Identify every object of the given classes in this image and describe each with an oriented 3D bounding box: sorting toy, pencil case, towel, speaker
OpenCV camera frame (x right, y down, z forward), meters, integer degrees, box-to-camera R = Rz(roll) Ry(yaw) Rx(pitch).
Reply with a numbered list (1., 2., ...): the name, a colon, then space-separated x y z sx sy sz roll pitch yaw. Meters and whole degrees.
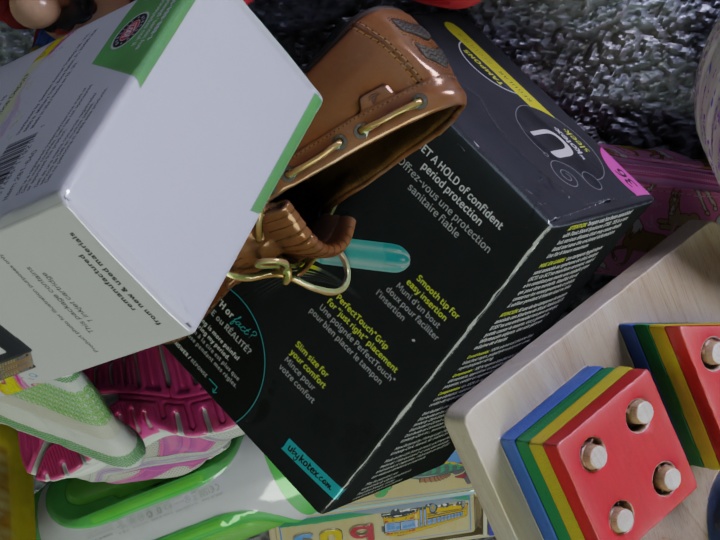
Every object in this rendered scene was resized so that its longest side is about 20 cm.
1. sorting toy: 0.168 0.108 1.134 0.069 0.198 0.201 1 121 55
2. pencil case: 0.152 -0.035 1.224 0.198 0.087 0.084 7 104 -21
3. towel: -0.210 0.035 1.241 0.148 0.031 0.201 17 153 28
4. speaker: -0.116 0.146 1.419 0.199 0.089 0.088 -23 142 20

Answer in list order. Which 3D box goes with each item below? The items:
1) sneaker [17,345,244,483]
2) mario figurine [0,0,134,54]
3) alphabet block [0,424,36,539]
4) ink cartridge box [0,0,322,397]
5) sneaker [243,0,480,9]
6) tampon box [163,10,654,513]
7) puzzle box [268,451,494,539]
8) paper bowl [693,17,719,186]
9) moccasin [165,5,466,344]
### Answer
1. sneaker: -0.108 0.077 1.337 0.199 0.082 0.088 -18 160 26
2. mario figurine: -0.140 -0.099 1.033 0.122 0.106 0.201 -10 129 -10
3. alphabet block: -0.330 0.182 1.334 0.199 0.197 0.196 -25 143 23
4. ink cartridge box: -0.132 -0.028 0.951 0.199 0.145 0.084 -19 124 42
5. sneaker: -0.028 -0.140 0.996 0.199 0.116 0.078 22 143 -19
6. tampon box: 0.017 -0.007 1.113 0.200 0.150 0.126 -53 161 26
7. puzzle box: 0.031 0.149 1.508 0.198 0.026 0.134 -8 145 -1
8. paper bowl: 0.269 -0.101 1.133 0.199 0.105 0.202 -7 133 -7
9. moccasin: -0.030 -0.031 1.026 0.201 0.078 0.074 -41 161 17
